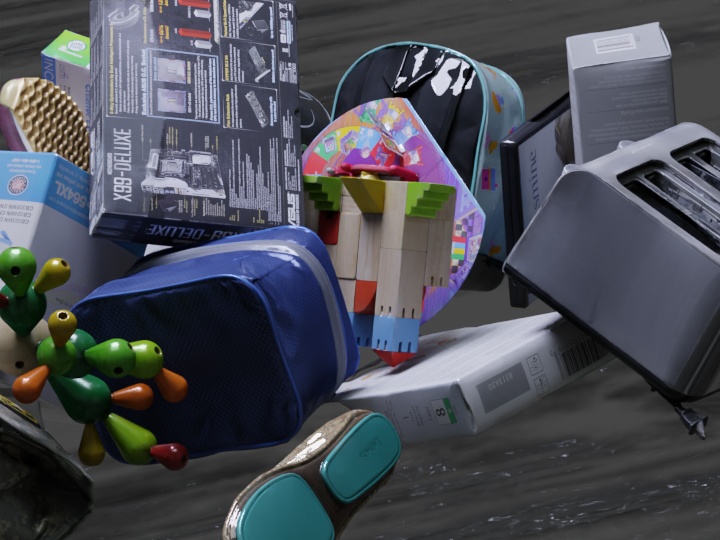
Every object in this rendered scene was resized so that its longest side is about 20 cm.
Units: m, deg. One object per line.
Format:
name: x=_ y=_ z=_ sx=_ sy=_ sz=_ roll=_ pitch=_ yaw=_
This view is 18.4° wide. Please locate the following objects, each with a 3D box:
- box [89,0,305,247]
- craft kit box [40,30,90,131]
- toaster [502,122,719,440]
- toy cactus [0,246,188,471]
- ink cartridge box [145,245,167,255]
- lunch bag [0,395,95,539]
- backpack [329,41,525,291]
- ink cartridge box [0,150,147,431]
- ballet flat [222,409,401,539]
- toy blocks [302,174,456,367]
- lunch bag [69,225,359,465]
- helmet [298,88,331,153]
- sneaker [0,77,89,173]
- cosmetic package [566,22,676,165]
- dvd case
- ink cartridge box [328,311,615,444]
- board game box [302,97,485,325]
box: x=-0.125 y=-0.116 z=1.680 sx=0.157 sy=0.201 sz=0.050 roll=4 pitch=-23 yaw=-19
craft kit box: x=-0.173 y=-0.085 z=1.874 sx=0.197 sy=0.201 sz=0.049 roll=21 pitch=43 yaw=18
toaster: x=0.231 y=-0.005 z=1.586 sx=0.200 sy=0.119 sz=0.181 roll=38 pitch=34 yaw=22
toy cactus: x=-0.214 y=0.065 z=1.529 sx=0.165 sy=0.200 sz=0.102 roll=8 pitch=60 yaw=45
ink cartridge box: x=-0.190 y=0.024 z=1.826 sx=0.199 sy=0.085 sz=0.144 roll=3 pitch=21 yaw=31
lunch bag: x=-0.292 y=0.131 z=1.511 sx=0.199 sy=0.118 sz=0.164 roll=-3 pitch=12 yaw=-24
backpack: x=0.058 y=-0.088 z=1.869 sx=0.175 sy=0.201 sz=0.153 roll=6 pitch=2 yaw=37
ink cartridge box: x=-0.265 y=0.024 z=1.691 sx=0.128 sy=0.201 sz=0.125 roll=4 pitch=-19 yaw=36
ballet flat: x=-0.042 y=0.154 z=1.441 sx=0.065 sy=0.071 sz=0.200 roll=-29 pitch=1 yaw=36
toy blocks: x=0.000 y=0.000 z=1.698 sx=0.100 sy=0.137 sz=0.200 roll=5 pitch=1 yaw=-39
lunch bag: x=-0.109 y=0.053 z=1.615 sx=0.199 sy=0.136 sz=0.132 roll=-8 pitch=15 yaw=27
helmet: x=-0.138 y=-0.105 z=1.998 sx=0.190 sy=0.201 sz=0.200 roll=7 pitch=6 yaw=-38
sneaker: x=-0.257 y=-0.086 z=1.799 sx=0.090 sy=0.200 sz=0.075 roll=0 pitch=59 yaw=26
cosmetic package: x=0.217 y=-0.088 z=1.805 sx=0.090 sy=0.201 sz=0.107 roll=-9 pitch=21 yaw=4
dvd case: x=0.167 y=-0.070 z=1.855 sx=0.017 sy=0.143 sz=0.200 roll=6 pitch=23 yaw=27
ink cartridge box: x=0.064 y=0.083 z=1.638 sx=0.161 sy=0.050 sz=0.200 roll=-25 pitch=7 yaw=-41
board game box: x=0.004 y=-0.044 z=1.780 sx=0.039 sy=0.158 sz=0.200 roll=20 pitch=32 yaw=-54
